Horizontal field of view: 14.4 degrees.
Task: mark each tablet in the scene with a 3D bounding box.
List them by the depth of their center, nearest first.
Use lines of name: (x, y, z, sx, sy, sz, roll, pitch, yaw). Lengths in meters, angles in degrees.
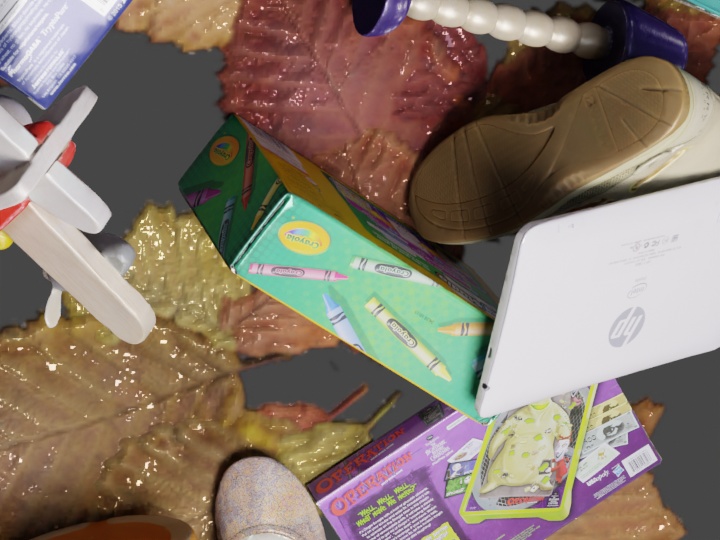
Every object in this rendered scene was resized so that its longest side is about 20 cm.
tablet: (0.154, 0.012, 1.643, 0.200, 0.014, 0.130, -13, 130, -36)

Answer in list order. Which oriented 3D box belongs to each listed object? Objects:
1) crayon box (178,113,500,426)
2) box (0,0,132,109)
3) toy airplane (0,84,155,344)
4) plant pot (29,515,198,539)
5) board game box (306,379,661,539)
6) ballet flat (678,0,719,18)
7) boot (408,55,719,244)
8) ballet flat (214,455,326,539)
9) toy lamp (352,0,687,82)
crayon box: (0.000, 0.000, 1.643, 0.200, 0.119, 0.058, 33, 101, -29)
box: (-0.211, -0.189, 1.527, 0.200, 0.032, 0.121, 35, 99, -31)
toy airplane: (-0.207, -0.053, 1.533, 0.199, 0.141, 0.200, 9, 130, 11)
plant pot: (-0.142, 0.251, 1.686, 0.200, 0.200, 0.184, -14, 102, -13)
board game box: (0.079, 0.127, 1.786, 0.200, 0.032, 0.120, -32, 124, -2)
ballet flat: (0.161, -0.196, 1.624, 0.200, 0.067, 0.068, 26, 125, -13)
boot: (0.143, -0.060, 1.685, 0.200, 0.073, 0.155, -27, 159, 32)
ballet flat: (-0.049, 0.210, 1.752, 0.068, 0.067, 0.200, -9, 118, 4)
toy lamp: (0.096, -0.140, 1.646, 0.200, 0.058, 0.058, 8, 111, -23)
